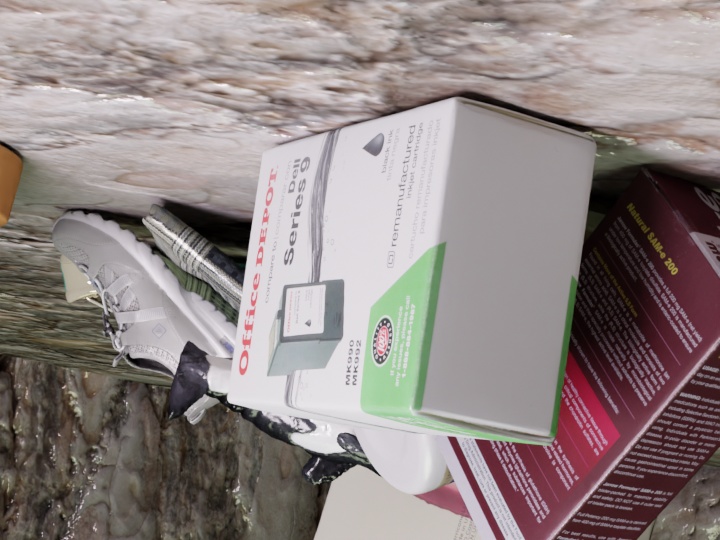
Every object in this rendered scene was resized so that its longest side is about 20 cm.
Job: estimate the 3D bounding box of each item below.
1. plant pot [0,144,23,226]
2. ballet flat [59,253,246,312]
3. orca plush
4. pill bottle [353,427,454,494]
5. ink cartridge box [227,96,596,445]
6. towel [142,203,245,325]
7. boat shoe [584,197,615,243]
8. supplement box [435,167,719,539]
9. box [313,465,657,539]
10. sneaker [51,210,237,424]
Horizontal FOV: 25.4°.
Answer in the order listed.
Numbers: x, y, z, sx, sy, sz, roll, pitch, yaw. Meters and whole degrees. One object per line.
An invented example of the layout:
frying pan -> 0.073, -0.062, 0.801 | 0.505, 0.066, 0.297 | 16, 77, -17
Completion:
plant pot -> -0.325, -0.020, 1.010 | 0.200, 0.140, 0.200 | 9, 173, 1
ballet flat -> -0.154, 0.018, 1.342 | 0.199, 0.070, 0.069 | 8, 172, 0
orca plush -> -0.028, 0.112, 1.026 | 0.200, 0.071, 0.105 | 11, -158, -19
pill bottle -> 0.097, 0.052, 0.965 | 0.200, 0.111, 0.111 | -18, -178, -23
ink cartridge box -> 0.017, 0.006, 0.795 | 0.084, 0.146, 0.200 | 12, 171, -28
towel -> -0.083, 0.032, 1.182 | 0.192, 0.035, 0.200 | 38, 172, 2
boat shoe -> 0.122, 0.000, 0.891 | 0.200, 0.076, 0.072 | 5, 171, 25
supplement box -> 0.129, 0.061, 0.814 | 0.061, 0.200, 0.109 | 13, -144, -34
box -> 0.085, 0.175, 1.111 | 0.128, 0.109, 0.200 | 21, 175, -37
sneaker -> -0.166, 0.030, 1.184 | 0.200, 0.082, 0.075 | 39, 170, 21
